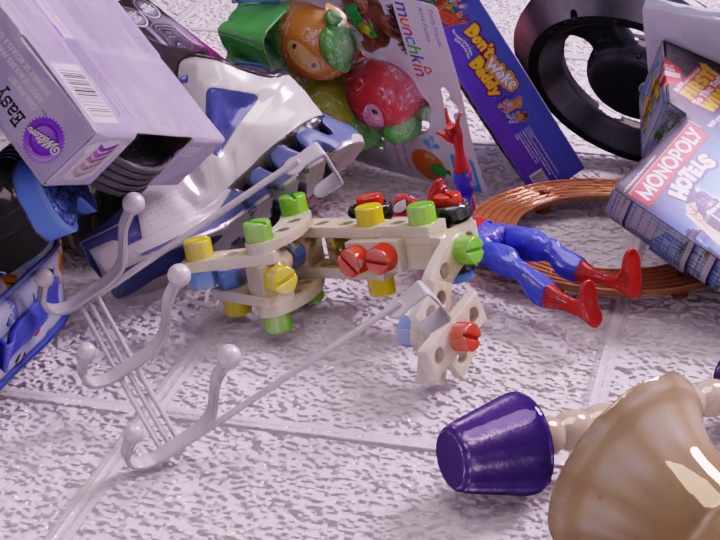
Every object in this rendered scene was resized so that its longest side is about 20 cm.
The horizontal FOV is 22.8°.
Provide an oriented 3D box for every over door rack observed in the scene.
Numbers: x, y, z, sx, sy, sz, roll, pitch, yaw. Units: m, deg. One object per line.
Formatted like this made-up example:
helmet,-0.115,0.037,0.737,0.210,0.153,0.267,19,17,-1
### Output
over door rack,-0.073,0.008,1.014,0.200,0.067,0.148,-26,51,-12

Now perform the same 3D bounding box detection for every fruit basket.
fruit basket,-0.008,-0.138,1.327,0.200,0.185,0.094,24,57,36

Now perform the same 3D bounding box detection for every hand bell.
hand bell,0.192,0.143,0.820,0.104,0.104,0.200,-19,41,-36

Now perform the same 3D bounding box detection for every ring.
ring,0.173,-0.021,1.244,0.200,0.019,0.201,1,24,-1

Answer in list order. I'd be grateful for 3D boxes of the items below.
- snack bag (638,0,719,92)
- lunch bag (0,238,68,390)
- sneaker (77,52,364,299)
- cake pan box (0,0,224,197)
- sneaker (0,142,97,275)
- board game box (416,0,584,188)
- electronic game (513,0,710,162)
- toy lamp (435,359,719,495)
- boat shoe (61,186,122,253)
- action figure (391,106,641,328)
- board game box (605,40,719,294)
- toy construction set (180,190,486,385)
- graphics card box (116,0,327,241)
snack bag,0.289,-0.111,1.252,0.188,0.200,0.021,13,55,26
lunch bag,-0.265,0.030,1.061,0.160,0.076,0.200,8,24,11
sneaker,-0.109,-0.074,1.180,0.199,0.081,0.115,-32,77,-16
cake pan box,-0.182,-0.133,1.054,0.200,0.052,0.184,51,17,8
sneaker,-0.209,-0.042,1.067,0.078,0.070,0.200,-25,9,1
board game box,0.086,-0.164,1.351,0.045,0.200,0.135,-34,26,5
electronic game,0.208,-0.146,1.333,0.200,0.200,0.042,13,59,26
toy lamp,0.136,0.083,0.967,0.200,0.058,0.058,-9,26,-23
boat shoe,-0.197,-0.074,1.292,0.074,0.076,0.200,1,23,11
action figure,0.085,-0.039,1.154,0.065,0.099,0.200,-32,32,-32
board game box,0.250,-0.059,1.189,0.200,0.062,0.200,35,50,17
toy construction set,0.000,0.000,1.103,0.200,0.092,0.131,18,27,33
graphics card box,-0.118,-0.110,1.281,0.200,0.051,0.125,37,29,0
